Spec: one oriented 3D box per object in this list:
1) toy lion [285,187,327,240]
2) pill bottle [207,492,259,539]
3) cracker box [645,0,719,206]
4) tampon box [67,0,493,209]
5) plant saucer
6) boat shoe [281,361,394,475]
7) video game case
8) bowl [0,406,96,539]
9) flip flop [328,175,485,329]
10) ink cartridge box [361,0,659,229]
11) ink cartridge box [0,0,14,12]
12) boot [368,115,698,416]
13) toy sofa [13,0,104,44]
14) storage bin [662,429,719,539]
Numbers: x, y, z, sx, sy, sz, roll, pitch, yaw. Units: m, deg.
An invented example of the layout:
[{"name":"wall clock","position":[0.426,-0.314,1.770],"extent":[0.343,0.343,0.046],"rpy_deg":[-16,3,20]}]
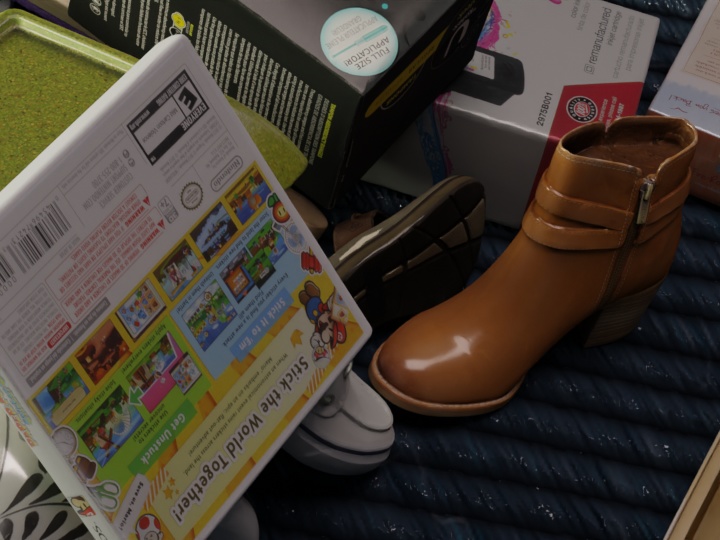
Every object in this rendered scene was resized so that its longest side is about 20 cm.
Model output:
[{"name":"toy lion","position":[-0.139,-0.059,1.325],"extent":[0.200,0.069,0.191],"rpy_deg":[40,18,21]},{"name":"pill bottle","position":[-0.133,0.078,1.227],"extent":[0.112,0.112,0.200],"rpy_deg":[-9,49,-21]},{"name":"cracker box","position":[0.271,-0.116,1.551],"extent":[0.133,0.058,0.200],"rpy_deg":[23,45,10]},{"name":"tampon box","position":[-0.041,-0.168,1.356],"extent":[0.200,0.126,0.150],"rpy_deg":[37,61,10]},{"name":"plant saucer","position":[-0.158,-0.055,1.178],"extent":[0.199,0.048,0.200],"rpy_deg":[23,45,21]},{"name":"boat shoe","position":[-0.033,0.047,1.239],"extent":[0.200,0.067,0.074],"rpy_deg":[31,26,-48]},{"name":"video game case","position":[-0.093,0.017,1.109],"extent":[0.182,0.023,0.200],"rpy_deg":[58,45,-18]},{"name":"bowl","position":[-0.195,0.098,1.126],"extent":[0.200,0.094,0.202],"rpy_deg":[-15,60,28]},{"name":"flip flop","position":[0.000,0.000,1.370],"extent":[0.200,0.081,0.057],"rpy_deg":[-34,49,-31]},{"name":"ink cartridge box","position":[0.070,-0.114,1.482],"extent":[0.199,0.083,0.146],"rpy_deg":[17,46,2]},{"name":"ink cartridge box","position":[-0.265,-0.201,1.516],"extent":[0.099,0.039,0.201],"rpy_deg":[7,44,-8]},{"name":"boot","position":[0.097,-0.008,1.336],"extent":[0.199,0.155,0.074],"rpy_deg":[-23,56,-31]},{"name":"toy sofa","position":[-0.161,-0.172,1.461],"extent":[0.199,0.098,0.083],"rpy_deg":[30,64,-7]},{"name":"storage bin","position":[0.263,0.164,1.255],"extent":[0.199,0.094,0.199],"rpy_deg":[26,47,12]}]
